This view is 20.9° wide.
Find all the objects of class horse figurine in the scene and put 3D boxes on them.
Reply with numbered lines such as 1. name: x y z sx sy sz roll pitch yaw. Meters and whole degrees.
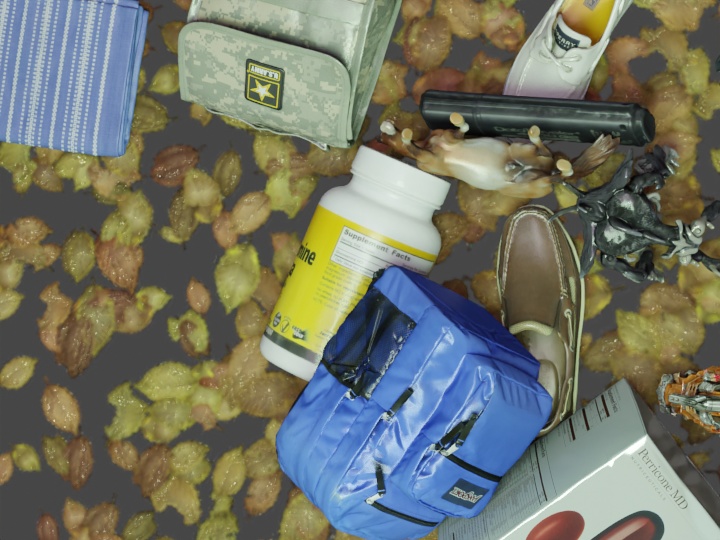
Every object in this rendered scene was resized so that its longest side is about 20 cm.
1. horse figurine: 0.109 -0.095 1.614 0.200 0.133 0.050 9 80 2

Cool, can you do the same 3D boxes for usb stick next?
1. usb stick: 0.145 -0.128 1.631 0.200 0.055 0.033 6 74 24

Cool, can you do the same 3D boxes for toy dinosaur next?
1. toy dinosaur: 0.330 0.115 1.578 0.200 0.136 0.102 40 119 52

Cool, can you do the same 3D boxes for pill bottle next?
1. pill bottle: 0.000 0.000 1.673 0.112 0.112 0.200 24 94 12

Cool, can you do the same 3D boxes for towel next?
1. towel: -0.297 -0.186 1.796 0.200 0.024 0.145 9 93 15

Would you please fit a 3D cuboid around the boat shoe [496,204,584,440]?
1. boat shoe: 0.154 0.043 1.655 0.075 0.075 0.203 -8 87 13

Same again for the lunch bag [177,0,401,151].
1. lunch bag: -0.060 -0.214 1.692 0.164 0.118 0.200 17 99 13

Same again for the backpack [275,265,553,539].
1. backpack: 0.037 0.124 1.567 0.200 0.162 0.168 -52 45 10

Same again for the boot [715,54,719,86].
1. boot: 0.401 -0.190 1.604 0.198 0.073 0.163 24 92 20

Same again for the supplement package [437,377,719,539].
1. supplement package: 0.197 0.235 1.580 0.200 0.147 0.191 -37 101 10

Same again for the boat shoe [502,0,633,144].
1. boat shoe: 0.177 -0.193 1.655 0.071 0.070 0.200 35 100 12

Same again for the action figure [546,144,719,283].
1. action figure: 0.249 -0.037 1.619 0.200 0.102 0.119 18 105 -8
